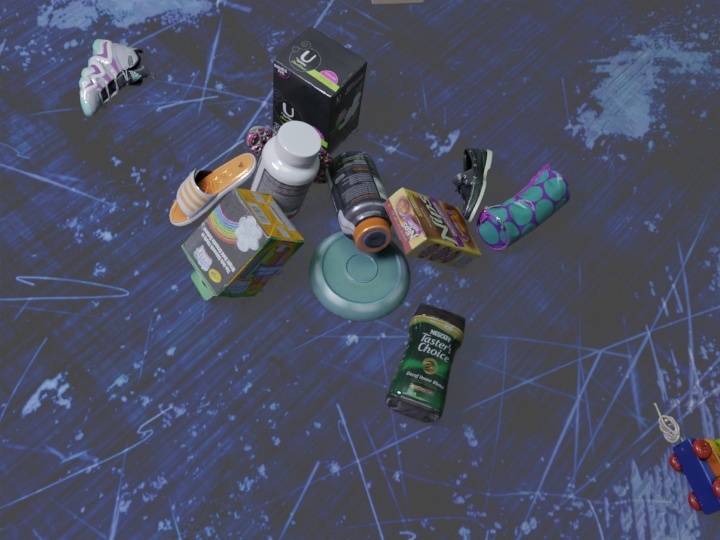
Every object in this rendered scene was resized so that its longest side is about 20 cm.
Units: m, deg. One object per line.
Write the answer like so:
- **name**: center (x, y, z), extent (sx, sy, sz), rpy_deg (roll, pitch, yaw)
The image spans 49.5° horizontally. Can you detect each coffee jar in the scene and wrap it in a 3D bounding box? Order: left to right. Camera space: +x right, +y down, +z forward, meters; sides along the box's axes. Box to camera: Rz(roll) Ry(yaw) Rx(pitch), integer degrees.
- **coffee jar**: center (0.120, 0.159, 1.390), extent (0.103, 0.086, 0.201), rpy_deg (18, 60, 3)

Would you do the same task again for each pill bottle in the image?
- **pill bottle**: center (-0.140, -0.186, 1.474), extent (0.109, 0.200, 0.112), rpy_deg (10, 57, -16)
- **pill bottle**: center (0.002, -0.128, 1.500), extent (0.105, 0.107, 0.201), rpy_deg (-8, 49, -11)

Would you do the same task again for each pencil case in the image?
- **pencil case**: center (0.329, -0.126, 1.574), extent (0.199, 0.085, 0.093), rpy_deg (-34, 98, -23)

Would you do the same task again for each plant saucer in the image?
- **plant saucer**: center (0.000, 0.000, 1.497), extent (0.198, 0.028, 0.202), rpy_deg (3, 61, -5)

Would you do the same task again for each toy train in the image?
- **toy train**: center (0.608, 0.314, 1.373), extent (0.115, 0.085, 0.202), rpy_deg (-7, 62, -23)

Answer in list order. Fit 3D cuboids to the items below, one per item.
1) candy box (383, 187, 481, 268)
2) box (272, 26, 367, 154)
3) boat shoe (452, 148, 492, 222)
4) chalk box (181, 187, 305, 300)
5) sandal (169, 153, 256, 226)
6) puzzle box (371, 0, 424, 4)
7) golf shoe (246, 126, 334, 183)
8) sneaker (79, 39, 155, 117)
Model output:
- **candy box**: center (0.139, -0.076, 1.474), extent (0.199, 0.056, 0.118), rpy_deg (10, 50, -50)
- **box**: center (-0.087, -0.356, 1.583), extent (0.148, 0.201, 0.125), rpy_deg (34, 62, 12)
- **boat shoe**: center (0.221, -0.182, 1.593), extent (0.065, 0.075, 0.201), rpy_deg (20, 56, -2)
- **chalk box**: center (-0.224, -0.032, 1.410), extent (0.200, 0.124, 0.125), rpy_deg (-44, 71, 20)
- **sandal**: center (-0.295, -0.169, 1.491), extent (0.206, 0.059, 0.080), rpy_deg (-36, 53, 9)
- **puzzle box**: center (0.076, -0.734, 1.914), extent (0.131, 0.025, 0.202), rpy_deg (-6, 62, -11)
- **golf shoe**: center (-0.135, -0.241, 1.585), extent (0.198, 0.092, 0.073), rpy_deg (25, 103, -15)
- **sneaker**: center (-0.499, -0.400, 1.626), extent (0.138, 0.078, 0.202), rpy_deg (5, 61, -4)
